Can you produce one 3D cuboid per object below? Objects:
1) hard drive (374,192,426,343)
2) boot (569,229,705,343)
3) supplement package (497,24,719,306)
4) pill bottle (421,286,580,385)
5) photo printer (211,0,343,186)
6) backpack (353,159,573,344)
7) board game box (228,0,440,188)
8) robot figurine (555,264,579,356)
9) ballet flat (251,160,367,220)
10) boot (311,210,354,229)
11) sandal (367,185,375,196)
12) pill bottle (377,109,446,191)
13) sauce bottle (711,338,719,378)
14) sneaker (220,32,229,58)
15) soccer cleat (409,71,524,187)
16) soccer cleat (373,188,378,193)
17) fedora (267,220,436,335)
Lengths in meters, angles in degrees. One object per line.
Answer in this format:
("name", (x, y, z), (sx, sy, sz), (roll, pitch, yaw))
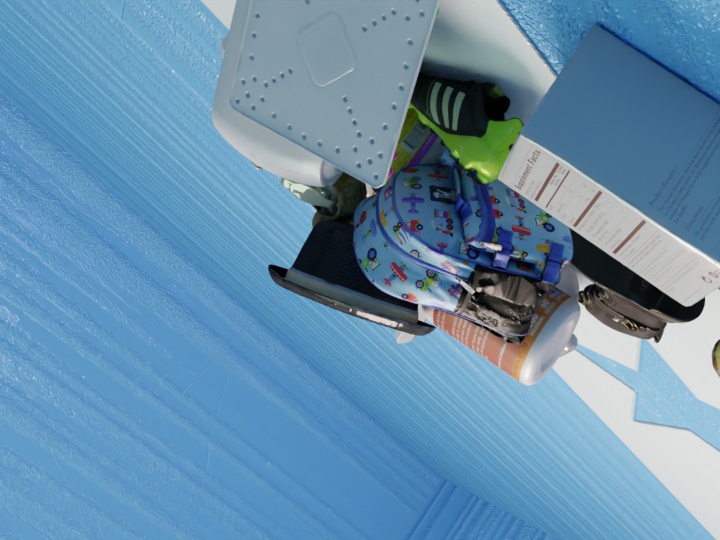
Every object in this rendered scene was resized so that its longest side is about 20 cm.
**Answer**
("hard drive", (0.053, -0.025, 1.441), (0.026, 0.202, 0.132), (-4, 155, -15))
("boot", (0.281, 0.019, 1.258), (0.199, 0.070, 0.174), (34, 167, 0))
("supplement package", (0.232, -0.083, 0.914), (0.199, 0.117, 0.117), (35, 168, 7))
("pill bottle", (0.143, 0.034, 1.278), (0.199, 0.113, 0.112), (33, 167, 21))
("photo printer", (-0.069, -0.196, 1.150), (0.165, 0.202, 0.069), (30, -152, 22))
("backpack", (0.098, -0.042, 1.145), (0.198, 0.184, 0.135), (16, 131, -12))
("board game box", (-0.026, -0.210, 1.055), (0.199, 0.202, 0.026), (30, -151, 25))
("robot figurine", (0.212, 0.036, 1.400), (0.170, 0.113, 0.200), (50, 170, 12))
("ballet flat", (-0.083, -0.125, 1.250), (0.199, 0.071, 0.071), (37, 168, 6))
("boot", (-0.070, -0.120, 1.380), (0.201, 0.066, 0.175), (51, -173, 12))
("sandal", (-0.005, -0.146, 1.488), (0.083, 0.050, 0.203), (48, -176, 18))
("pill bottle", (-0.003, -0.174, 1.241), (0.199, 0.105, 0.104), (38, 167, -6))
("sauce bottle", (0.417, 0.077, 1.115), (0.064, 0.065, 0.200), (35, 167, 5))
("sneaker", (-0.098, -0.199, 1.308), (0.202, 0.080, 0.070), (61, 160, -3))
("soccer cleat", (0.102, -0.161, 1.113), (0.067, 0.081, 0.200), (32, -165, -41))
("soccer cleat", (0.027, -0.138, 1.347), (0.200, 0.068, 0.081), (40, 168, -1))
("fedora", (0.000, 0.000, 1.233), (0.199, 0.093, 0.201), (19, -178, -1))
